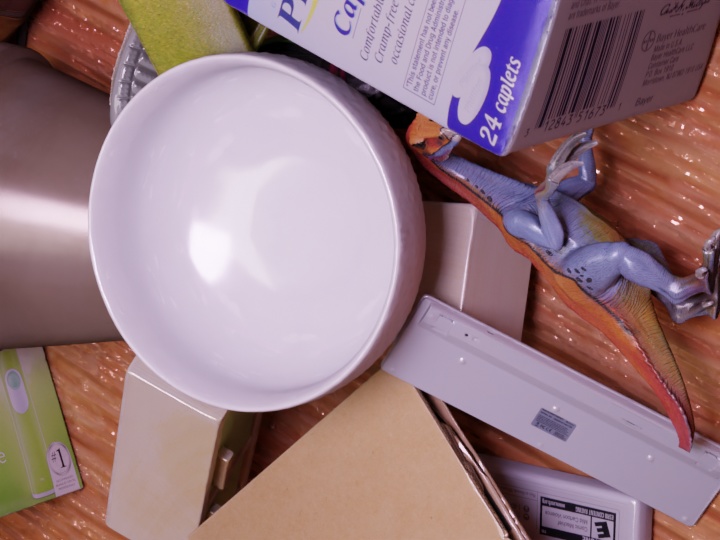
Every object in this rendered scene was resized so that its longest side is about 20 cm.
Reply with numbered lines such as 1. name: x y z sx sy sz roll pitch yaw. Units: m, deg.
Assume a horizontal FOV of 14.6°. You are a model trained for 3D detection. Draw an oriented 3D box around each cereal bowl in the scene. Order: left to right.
1. cereal bowl: -0.047 -0.023 1.562 0.200 0.083 0.201 3 97 29

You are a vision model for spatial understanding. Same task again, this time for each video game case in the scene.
1. video game case: 0.082 0.200 1.667 0.200 0.022 0.183 10 106 36

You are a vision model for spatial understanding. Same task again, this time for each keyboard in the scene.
1. keyboard: 0.110 0.079 1.557 0.200 0.011 0.056 27 127 -6

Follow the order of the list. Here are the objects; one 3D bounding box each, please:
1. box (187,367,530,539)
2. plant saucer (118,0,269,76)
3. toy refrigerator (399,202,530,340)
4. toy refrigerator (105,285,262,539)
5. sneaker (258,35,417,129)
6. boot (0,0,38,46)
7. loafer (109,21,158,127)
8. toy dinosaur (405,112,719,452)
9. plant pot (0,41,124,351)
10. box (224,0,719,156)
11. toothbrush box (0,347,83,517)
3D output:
1. box: 0.003 0.168 1.614 0.200 0.021 0.164 -42 71 33
2. plant saucer: -0.058 -0.210 1.533 0.048 0.200 0.200 25 76 17
3. toy refrigerator: 0.000 0.000 1.641 0.200 0.070 0.076 3 83 38
4. toy refrigerator: -0.100 0.097 1.689 0.070 0.076 0.200 29 148 8
5. sneaker: -0.001 -0.096 1.614 0.200 0.084 0.077 -7 124 44
6. boot: -0.278 -0.152 1.754 0.188 0.200 0.069 -29 85 39
7. loafer: -0.092 -0.157 1.658 0.200 0.075 0.070 -65 13 -11
8. toy dinosaur: 0.104 -0.016 1.513 0.181 0.105 0.200 11 92 16
9. plant pot: -0.177 -0.034 1.729 0.173 0.200 0.200 9 107 19
10. box: 0.066 -0.161 1.491 0.200 0.184 0.105 31 119 29
11. toothbrush box: -0.284 0.072 1.846 0.086 0.146 0.200 -17 89 40
